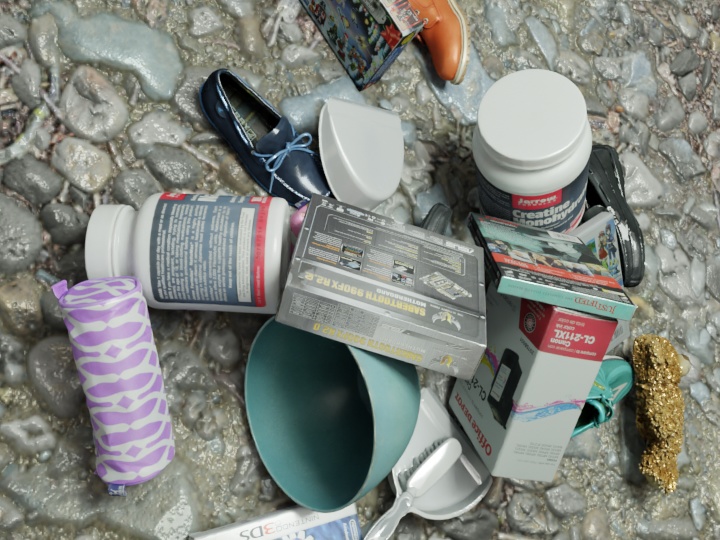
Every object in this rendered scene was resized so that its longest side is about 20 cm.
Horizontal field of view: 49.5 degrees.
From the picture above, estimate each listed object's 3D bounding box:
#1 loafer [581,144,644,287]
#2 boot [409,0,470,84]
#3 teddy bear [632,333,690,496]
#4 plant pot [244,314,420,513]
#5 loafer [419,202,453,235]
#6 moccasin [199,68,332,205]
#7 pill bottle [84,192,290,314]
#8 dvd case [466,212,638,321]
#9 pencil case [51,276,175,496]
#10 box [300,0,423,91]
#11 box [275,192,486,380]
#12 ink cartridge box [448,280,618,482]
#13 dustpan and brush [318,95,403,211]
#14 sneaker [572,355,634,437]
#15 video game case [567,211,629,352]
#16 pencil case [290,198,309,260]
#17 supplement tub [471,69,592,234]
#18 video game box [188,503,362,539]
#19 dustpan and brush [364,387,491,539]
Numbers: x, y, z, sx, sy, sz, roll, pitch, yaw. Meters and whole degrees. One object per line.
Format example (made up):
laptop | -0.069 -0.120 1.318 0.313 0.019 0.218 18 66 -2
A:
loafer | 0.336 -0.073 1.076 0.069 0.068 0.205 -10 77 -9
boot | 0.082 -0.338 1.049 0.105 0.075 0.204 -8 71 -20
teddy bear | 0.393 0.184 1.003 0.144 0.066 0.205 31 60 -54
plant pot | -0.011 0.134 0.829 0.133 0.198 0.204 -8 78 -45
loafer | 0.081 0.017 0.945 0.069 0.068 0.204 17 75 8
moccasin | -0.111 -0.150 0.917 0.199 0.068 0.081 40 65 -10
pill bottle | -0.174 -0.019 0.810 0.195 0.120 0.123 2 74 0
dvd case | 0.199 -0.010 0.852 0.143 0.201 0.022 12 113 -7
pencil case | -0.236 0.107 0.758 0.084 0.084 0.205 1 106 19
box | -0.018 -0.344 0.969 0.040 0.137 0.202 -34 89 -28
box | 0.027 0.012 0.775 0.196 0.049 0.160 17 38 -5
ink cartridge box | 0.183 0.107 0.868 0.081 0.146 0.204 10 110 -19
dustpan and brush | 0.003 -0.097 0.956 0.138 0.057 0.205 3 75 -46
sneaker | 0.284 0.168 0.973 0.197 0.079 0.079 -22 108 -34
video game case | 0.265 0.050 0.998 0.198 0.022 0.186 -29 116 -26
pencil case | 0.000 0.000 0.883 0.198 0.088 0.083 34 22 14
supplement tub | 0.208 -0.129 0.952 0.137 0.201 0.143 -5 63 10
video game box | -0.072 0.353 0.812 0.178 0.047 0.205 -10 80 -21
dustpan and brush | 0.062 0.242 0.878 0.199 0.057 0.140 -40 92 -26
